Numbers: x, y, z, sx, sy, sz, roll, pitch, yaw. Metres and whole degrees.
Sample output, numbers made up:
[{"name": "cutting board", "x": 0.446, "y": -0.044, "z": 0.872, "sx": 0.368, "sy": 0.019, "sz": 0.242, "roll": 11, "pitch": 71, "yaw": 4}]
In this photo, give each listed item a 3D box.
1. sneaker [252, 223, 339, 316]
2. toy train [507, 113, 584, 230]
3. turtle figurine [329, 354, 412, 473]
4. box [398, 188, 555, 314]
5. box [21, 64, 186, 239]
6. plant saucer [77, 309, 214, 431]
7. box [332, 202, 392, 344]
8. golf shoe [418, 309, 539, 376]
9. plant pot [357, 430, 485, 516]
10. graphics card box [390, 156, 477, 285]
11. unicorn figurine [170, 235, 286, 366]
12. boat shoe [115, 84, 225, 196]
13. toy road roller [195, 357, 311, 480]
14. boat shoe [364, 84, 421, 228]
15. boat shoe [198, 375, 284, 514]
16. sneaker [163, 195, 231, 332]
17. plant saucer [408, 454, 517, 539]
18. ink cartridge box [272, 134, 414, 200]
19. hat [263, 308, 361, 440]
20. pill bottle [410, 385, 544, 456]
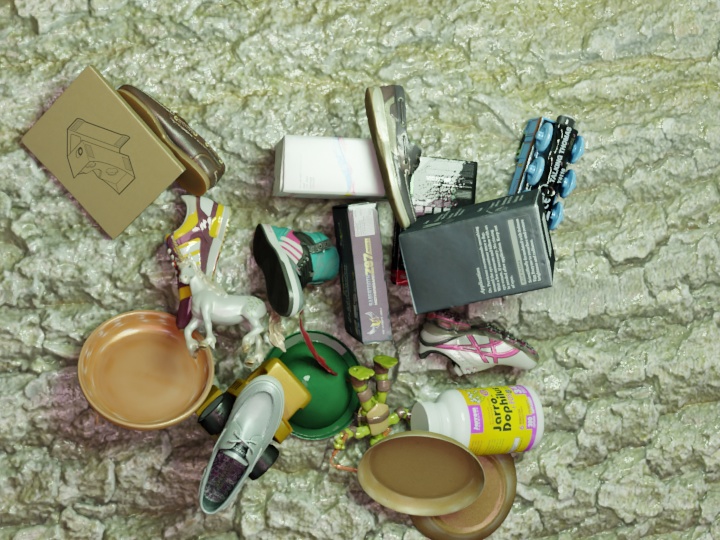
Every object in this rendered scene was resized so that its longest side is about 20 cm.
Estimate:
[{"name": "sneaker", "x": -0.084, "y": 0.002, "z": 1.424, "sx": 0.118, "sy": 0.201, "sz": 0.085, "roll": 4, "pitch": 123, "yaw": -23}, {"name": "toy train", "x": 0.286, "y": -0.146, "z": 1.508, "sx": 0.085, "sy": 0.114, "sz": 0.204, "roll": 18, "pitch": 89, "yaw": -13}, {"name": "turtle figurine", "x": 0.031, "y": 0.218, "z": 1.503, "sx": 0.196, "sy": 0.064, "sz": 0.165, "roll": -13, "pitch": 113, "yaw": -23}, {"name": "box", "x": 0.173, "y": -0.031, "z": 1.373, "sx": 0.196, "sy": 0.197, "sz": 0.120, "roll": -12, "pitch": 98, "yaw": 15}, {"name": "box", "x": -0.378, "y": -0.170, "z": 1.403, "sx": 0.163, "sy": 0.021, "sz": 0.200, "roll": -39, "pitch": 100, "yaw": 18}, {"name": "plant saucer", "x": -0.315, "y": 0.150, "z": 1.406, "sx": 0.195, "sy": 0.038, "sz": 0.203, "roll": 9, "pitch": 50, "yaw": -10}, {"name": "box", "x": 0.000, "y": 0.000, "z": 1.442, "sx": 0.050, "sy": 0.158, "sz": 0.205, "roll": -6, "pitch": 95, "yaw": -9}, {"name": "golf shoe", "x": 0.187, "y": 0.127, "z": 1.530, "sx": 0.196, "sy": 0.073, "sz": 0.094, "roll": 18, "pitch": 96, "yaw": -1}, {"name": "plant pot", "x": 0.093, "y": 0.306, "z": 1.461, "sx": 0.195, "sy": 0.028, "sz": 0.203, "roll": 4, "pitch": 133, "yaw": 5}, {"name": "graphics card box", "x": 0.116, "y": -0.077, "z": 1.514, "sx": 0.122, "sy": 0.051, "sz": 0.205, "roll": 3, "pitch": 94, "yaw": -10}, {"name": "unicorn figurine", "x": -0.203, "y": 0.057, "z": 1.373, "sx": 0.197, "sy": 0.074, "sz": 0.140, "roll": 20, "pitch": 53, "yaw": -27}, {"name": "boat shoe", "x": -0.286, "y": -0.201, "z": 1.431, "sx": 0.200, "sy": 0.070, "sz": 0.071, "roll": 48, "pitch": 47, "yaw": -11}, {"name": "toy road roller", "x": -0.155, "y": 0.207, "z": 1.409, "sx": 0.146, "sy": 0.200, "sz": 0.123, "roll": -44, "pitch": 100, "yaw": -14}, {"name": "boat shoe", "x": 0.056, "y": -0.163, "z": 1.342, "sx": 0.063, "sy": 0.072, "sz": 0.205, "roll": -14, "pitch": 87, "yaw": -5}, {"name": "boat shoe", "x": -0.160, "y": 0.239, "z": 1.280, "sx": 0.069, "sy": 0.072, "sz": 0.204, "roll": 26, "pitch": 101, "yaw": -7}, {"name": "sneaker", "x": -0.261, "y": -0.012, "z": 1.439, "sx": 0.088, "sy": 0.075, "sz": 0.204, "roll": 17, "pitch": 80, "yaw": -11}, {"name": "plant saucer", "x": 0.167, "y": 0.353, "z": 1.553, "sx": 0.195, "sy": 0.035, "sz": 0.205, "roll": 0, "pitch": 93, "yaw": -10}, {"name": "ink cartridge box", "x": -0.029, "y": -0.151, "z": 1.435, "sx": 0.195, "sy": 0.145, "sz": 0.086, "roll": 2, "pitch": 91, "yaw": -10}, {"name": "hat", "x": -0.071, "y": 0.177, "z": 1.427, "sx": 0.199, "sy": 0.176, "sz": 0.167, "roll": 40, "pitch": 86, "yaw": -10}, {"name": "pill bottle", "x": 0.181, "y": 0.237, "z": 1.499, "sx": 0.196, "sy": 0.104, "sz": 0.107, "roll": -1, "pitch": 93, "yaw": -21}]
